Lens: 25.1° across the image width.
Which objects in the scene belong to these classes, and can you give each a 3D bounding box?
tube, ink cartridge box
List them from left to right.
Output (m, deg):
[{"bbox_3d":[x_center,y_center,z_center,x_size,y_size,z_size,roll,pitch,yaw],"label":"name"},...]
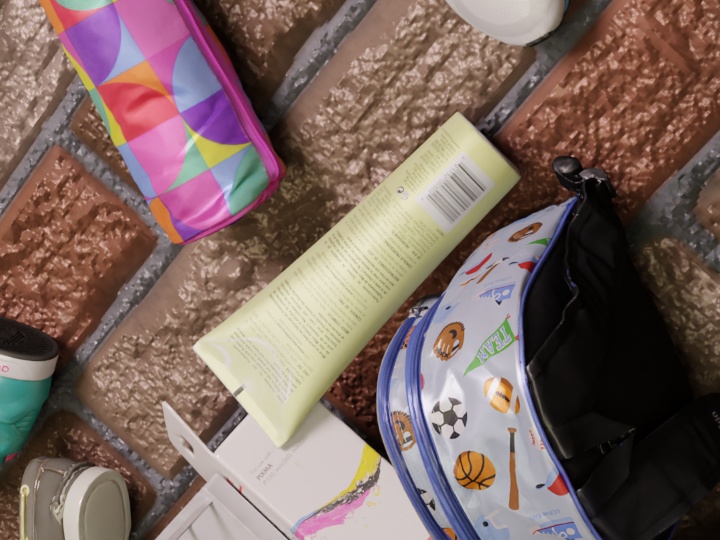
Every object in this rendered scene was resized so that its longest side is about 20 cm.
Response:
[{"bbox_3d":[-0.022,0.133,0.937,0.200,0.068,0.117,41,163,8],"label":"ink cartridge box"},{"bbox_3d":[0.000,0.000,0.885,0.200,0.058,0.052,-45,123,5],"label":"tube"}]

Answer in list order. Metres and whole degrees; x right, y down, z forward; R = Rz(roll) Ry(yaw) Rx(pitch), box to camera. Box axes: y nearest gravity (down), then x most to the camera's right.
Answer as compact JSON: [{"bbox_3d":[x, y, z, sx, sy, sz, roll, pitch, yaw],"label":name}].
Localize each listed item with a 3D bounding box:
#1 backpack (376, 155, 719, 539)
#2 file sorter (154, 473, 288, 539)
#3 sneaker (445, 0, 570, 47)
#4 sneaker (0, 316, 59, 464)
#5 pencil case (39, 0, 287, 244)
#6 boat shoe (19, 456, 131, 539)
[{"bbox_3d":[0.095,0.072,0.838,0.153,0.191,0.201,-29,98,25],"label":"backpack"},{"bbox_3d":[-0.099,0.236,0.952,0.139,0.125,0.200,43,148,2],"label":"file sorter"},{"bbox_3d":[0.034,-0.195,0.816,0.075,0.087,0.201,-31,99,26],"label":"sneaker"},{"bbox_3d":[-0.297,0.077,1.051,0.199,0.084,0.122,17,106,12],"label":"sneaker"},{"bbox_3d":[-0.115,-0.115,0.904,0.088,0.088,0.201,-21,104,26],"label":"pencil case"},{"bbox_3d":[-0.190,0.216,1.072,0.060,0.072,0.203,14,115,25],"label":"boat shoe"}]
